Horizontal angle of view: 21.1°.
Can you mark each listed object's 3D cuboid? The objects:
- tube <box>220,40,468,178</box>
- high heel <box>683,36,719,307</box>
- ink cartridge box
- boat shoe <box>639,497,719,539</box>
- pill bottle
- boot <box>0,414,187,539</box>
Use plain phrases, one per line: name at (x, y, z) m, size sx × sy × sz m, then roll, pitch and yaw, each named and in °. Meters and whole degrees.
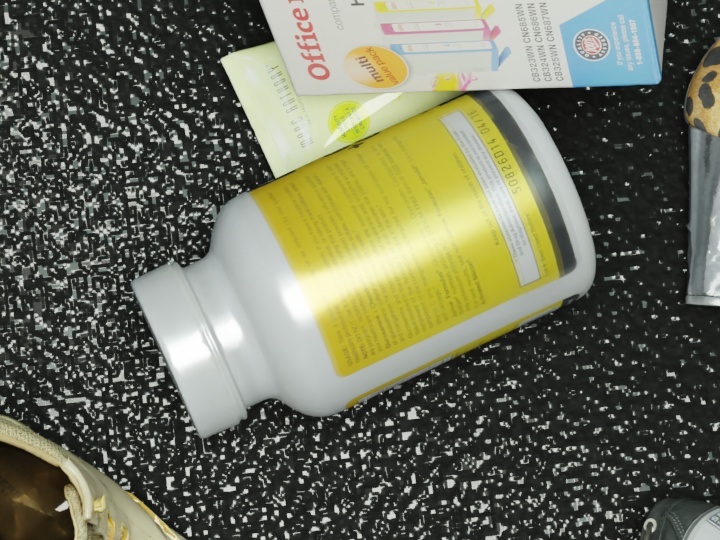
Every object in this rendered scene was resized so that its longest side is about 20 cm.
tube at (0.037, -0.110, 0.952) m, size 0.200 × 0.052 × 0.058 m, roll -24°, pitch 43°, yaw -2°
high heel at (0.258, -0.050, 0.941) m, size 0.200 × 0.071 × 0.143 m, roll 2°, pitch 88°, yaw 6°
ink cartridge box at (0.035, -0.166, 0.879) m, size 0.200 × 0.129 × 0.125 m, roll -2°, pitch 52°, yaw 17°
boat shoe at (0.149, 0.204, 0.907) m, size 0.069 × 0.057 × 0.200 m, roll 6°, pitch 97°, yaw -37°
pill bottle at (0.000, 0.000, 0.899) m, size 0.200 × 0.112 × 0.112 m, roll -24°, pitch 84°, yaw -7°
boot at (-0.115, 0.131, 0.851) m, size 0.200 × 0.155 × 0.073 m, roll 41°, pitch 81°, yaw 3°
